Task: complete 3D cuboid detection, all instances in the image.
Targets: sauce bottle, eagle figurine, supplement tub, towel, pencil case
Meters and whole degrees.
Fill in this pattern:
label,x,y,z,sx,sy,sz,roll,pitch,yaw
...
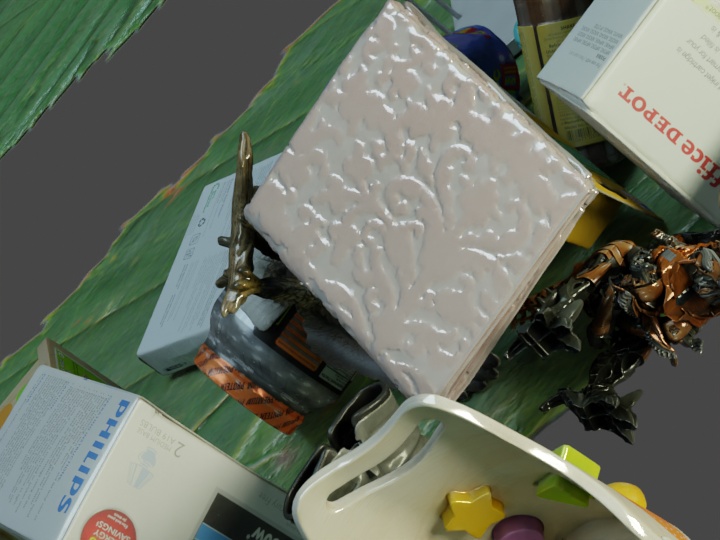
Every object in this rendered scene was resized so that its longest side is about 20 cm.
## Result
label,x,y,z,sx,sy,sz,roll,pitch,yaw
sauce bottle,0.142,-0.170,1.379,0.064,0.202,0.065,-11,12,2
eagle figurine,0.001,0.003,1.388,0.152,0.198,0.153,-100,21,-54
supplement tub,-0.032,0.017,1.508,0.201,0.122,0.122,-52,26,0
towel,0.035,-0.042,1.262,0.200,0.032,0.192,47,115,25
pencil case,0.048,-0.130,1.495,0.077,0.200,0.088,17,112,27

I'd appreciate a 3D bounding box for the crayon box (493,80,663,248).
label,x,y,z,sx,sy,sz,roll,pitch,yaw
crayon box,0.096,-0.082,1.317,0.200,0.125,0.052,42,102,28

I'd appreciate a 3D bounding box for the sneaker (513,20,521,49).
label,x,y,z,sx,sy,sz,roll,pitch,yaw
sneaker,0.185,-0.168,1.424,0.199,0.079,0.078,-8,51,55

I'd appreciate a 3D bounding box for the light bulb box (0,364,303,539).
label,x,y,z,sx,sy,sz,roll,pitch,yaw
light bulb box,-0.153,0.177,1.430,0.199,0.198,0.126,8,66,60

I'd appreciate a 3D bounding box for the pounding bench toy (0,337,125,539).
label,x,y,z,sx,sy,sz,roll,pitch,yaw
pounding bench toy,-0.259,0.189,1.673,0.156,0.124,0.200,-48,27,10

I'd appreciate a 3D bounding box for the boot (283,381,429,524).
label,x,y,z,sx,sy,sz,roll,pitch,yaw
boot,-0.004,0.181,1.253,0.068,0.130,0.201,2,59,59

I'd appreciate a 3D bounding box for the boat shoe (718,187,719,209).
label,x,y,z,sx,sy,sz,roll,pitch,yaw
boat shoe,0.295,-0.100,1.178,0.201,0.071,0.069,-59,33,-2

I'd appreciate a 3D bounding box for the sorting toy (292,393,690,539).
label,x,y,z,sx,sy,sz,roll,pitch,yaw
sorting toy,0.062,0.147,1.129,0.200,0.180,0.107,-39,30,26

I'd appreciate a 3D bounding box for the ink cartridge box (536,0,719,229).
label,x,y,z,sx,sy,sz,roll,pitch,yaw
ink cartridge box,0.231,-0.151,1.251,0.201,0.145,0.083,-52,25,2

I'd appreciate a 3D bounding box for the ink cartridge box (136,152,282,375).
label,x,y,z,sx,sy,sz,roll,pitch,yaw
ink cartridge box,-0.099,-0.016,1.753,0.199,0.040,0.201,-22,40,47

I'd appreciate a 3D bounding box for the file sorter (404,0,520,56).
label,x,y,z,sx,sy,sz,roll,pitch,yaw
file sorter,0.094,-0.280,1.661,0.139,0.124,0.201,-41,29,24

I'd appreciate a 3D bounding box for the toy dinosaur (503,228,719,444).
label,x,y,z,sx,sy,sz,roll,pitch,yaw
toy dinosaur,0.165,0.028,1.240,0.136,0.102,0.200,-51,3,-30
